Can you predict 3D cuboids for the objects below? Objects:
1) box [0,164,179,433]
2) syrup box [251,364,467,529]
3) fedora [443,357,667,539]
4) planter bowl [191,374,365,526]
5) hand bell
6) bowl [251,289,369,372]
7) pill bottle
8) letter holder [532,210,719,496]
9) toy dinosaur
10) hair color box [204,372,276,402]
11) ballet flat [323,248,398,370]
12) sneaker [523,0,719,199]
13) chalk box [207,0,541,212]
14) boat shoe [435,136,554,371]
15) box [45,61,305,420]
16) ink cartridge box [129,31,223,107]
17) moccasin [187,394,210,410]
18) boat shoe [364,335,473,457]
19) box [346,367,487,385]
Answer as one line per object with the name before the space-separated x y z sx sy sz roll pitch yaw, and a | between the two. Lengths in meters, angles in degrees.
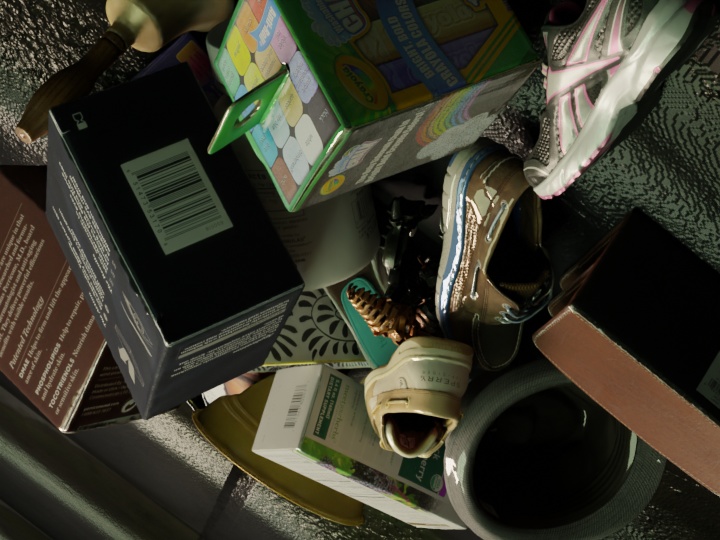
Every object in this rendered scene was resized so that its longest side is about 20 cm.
box | -0.253 0.020 1.359 0.200 0.165 0.165 38 113 26
syrup box | 0.011 0.159 1.275 0.199 0.079 0.081 29 157 -29
fedora | 0.150 0.140 1.209 0.090 0.198 0.178 -134 43 -61
planter bowl | -0.059 0.158 1.408 0.200 0.084 0.200 32 -177 -2
hand bell | -0.195 -0.168 1.103 0.104 0.200 0.104 28 148 19
bowl | -0.066 0.044 1.319 0.199 0.095 0.201 -3 174 0
pill bottle | -0.055 -0.096 1.117 0.114 0.114 0.201 13 128 36
letter holder | 0.228 0.078 1.076 0.200 0.101 0.142 39 152 0
toy dinosaur | 0.056 0.018 1.136 0.101 0.137 0.200 14 -173 11
hair color box | -0.131 0.067 1.484 0.110 0.064 0.201 17 144 32
ballet flat | 0.000 0.000 1.235 0.201 0.069 0.069 62 152 12
sneaker | 0.149 -0.130 0.925 0.086 0.080 0.200 46 143 11
chalk box | -0.012 -0.129 0.928 0.124 0.199 0.124 63 151 12
boat shoe | 0.101 0.004 1.062 0.072 0.072 0.201 36 146 42
box | -0.150 -0.018 1.104 0.198 0.117 0.200 62 159 13
ink cartridge box | -0.151 -0.115 1.249 0.137 0.076 0.200 47 151 -13
moccasin | -0.204 0.094 1.592 0.200 0.068 0.080 45 149 -10
boat shoe | 0.039 0.113 1.137 0.073 0.070 0.200 10 157 -4
box | 0.091 0.145 1.362 0.159 0.048 0.199 50 148 -19
